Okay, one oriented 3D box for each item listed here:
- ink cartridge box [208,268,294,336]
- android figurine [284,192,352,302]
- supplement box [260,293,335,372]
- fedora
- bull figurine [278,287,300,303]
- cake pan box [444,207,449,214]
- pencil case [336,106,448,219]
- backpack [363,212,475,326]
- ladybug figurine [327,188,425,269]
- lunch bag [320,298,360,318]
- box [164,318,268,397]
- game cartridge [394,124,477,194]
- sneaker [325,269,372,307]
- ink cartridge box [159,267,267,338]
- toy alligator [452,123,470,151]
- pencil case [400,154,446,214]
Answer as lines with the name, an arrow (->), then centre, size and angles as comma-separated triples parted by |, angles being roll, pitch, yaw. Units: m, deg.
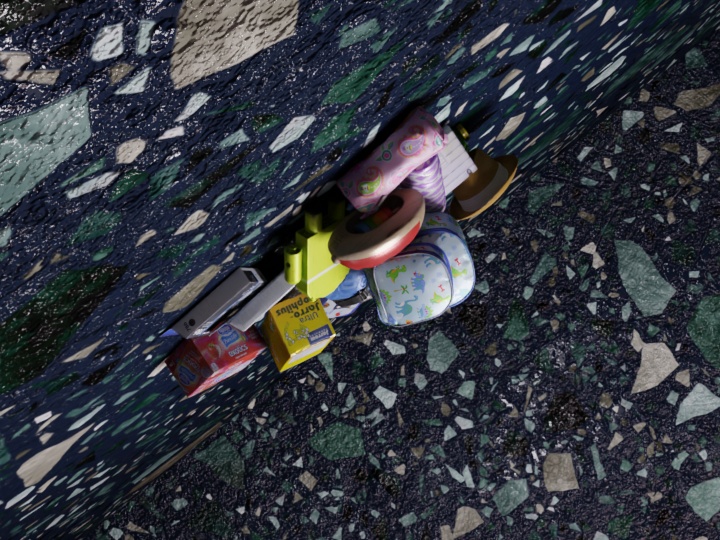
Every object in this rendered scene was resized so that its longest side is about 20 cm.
ink cartridge box -> -0.196, 0.063, 1.518 | 0.199, 0.041, 0.200 | -41, -176, 2
android figurine -> -0.066, -0.034, 1.388 | 0.181, 0.041, 0.203 | -35, 141, -39
supplement box -> -0.137, 0.131, 1.654 | 0.107, 0.111, 0.200 | -24, 170, -19
fedora -> 0.237, -0.195, 1.621 | 0.200, 0.082, 0.201 | -42, -161, 17
bull figurine -> -0.152, 0.049, 1.709 | 0.121, 0.066, 0.200 | -27, 167, -49
cake pan box -> 0.104, -0.084, 1.644 | 0.181, 0.053, 0.201 | -14, -160, 5
pencil case -> 0.053, -0.177, 1.281 | 0.199, 0.088, 0.087 | -42, 171, 18
backpack -> 0.109, 0.001, 1.430 | 0.196, 0.186, 0.148 | -17, -153, 3
ladybug figurine -> 0.031, -0.065, 1.335 | 0.198, 0.073, 0.135 | -34, -147, -15
lunch bag -> -0.030, 0.016, 1.773 | 0.200, 0.124, 0.170 | -46, 177, -37
box -> -0.300, 0.173, 1.630 | 0.100, 0.096, 0.199 | -42, 171, 28
game cartridge -> 0.123, -0.181, 1.524 | 0.199, 0.039, 0.130 | -39, 130, 7
sneaker -> 0.000, -0.001, 1.557 | 0.199, 0.111, 0.077 | -40, -153, 26
ink cartridge box -> -0.266, 0.070, 1.415 | 0.199, 0.039, 0.099 | -39, 173, 10
toy alligator -> 0.206, -0.258, 1.618 | 0.059, 0.055, 0.200 | -39, 172, 10
pencil case -> 0.112, -0.166, 1.410 | 0.082, 0.087, 0.201 | 4, 157, 11
